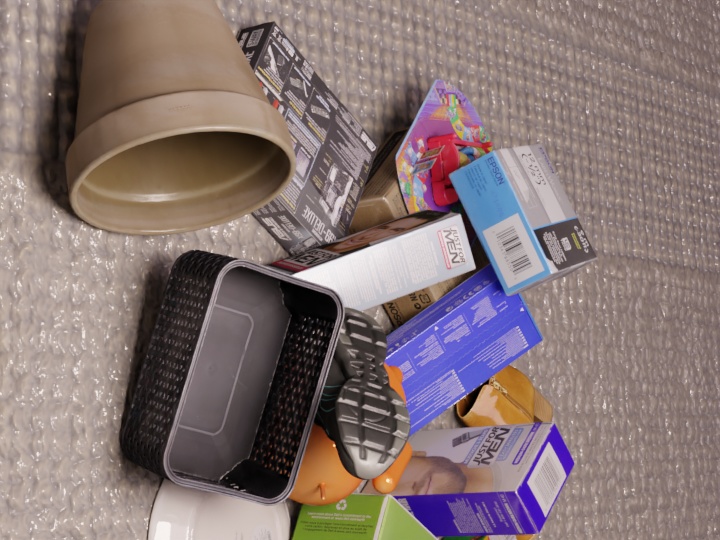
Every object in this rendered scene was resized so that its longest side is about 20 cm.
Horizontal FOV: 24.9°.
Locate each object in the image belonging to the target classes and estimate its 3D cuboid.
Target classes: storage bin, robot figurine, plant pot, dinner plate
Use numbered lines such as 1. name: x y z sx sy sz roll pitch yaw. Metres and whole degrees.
1. storage bin: -0.114 0.094 1.445 0.135 0.094 0.201 19 85 -32
2. robot figurine: -0.029 0.150 1.588 0.144 0.116 0.200 64 33 -15
3. plant pot: -0.169 -0.150 1.425 0.200 0.200 0.174 14 56 -51
4. dinner plate: -0.122 0.258 1.526 0.200 0.024 0.201 14 73 -53

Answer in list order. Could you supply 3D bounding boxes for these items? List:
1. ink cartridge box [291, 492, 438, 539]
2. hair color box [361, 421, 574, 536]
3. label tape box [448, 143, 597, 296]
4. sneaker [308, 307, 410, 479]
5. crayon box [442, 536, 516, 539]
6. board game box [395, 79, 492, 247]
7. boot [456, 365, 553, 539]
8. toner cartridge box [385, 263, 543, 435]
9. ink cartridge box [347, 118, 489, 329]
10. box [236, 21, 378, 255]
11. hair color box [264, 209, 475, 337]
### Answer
1. ink cartridge box: 0.053 0.282 1.597 0.148 0.199 0.076 49 47 -46
2. hair color box: 0.109 0.219 1.695 0.065 0.199 0.109 61 41 -23
3. label tape box: 0.190 -0.061 1.758 0.200 0.066 0.144 -16 78 -59
4. sneaker: -0.005 0.123 1.468 0.075 0.079 0.200 20 33 -19
5. crayon box: 0.147 0.385 1.833 0.119 0.058 0.201 -41 116 -48
6. board game box: 0.112 -0.111 1.772 0.158 0.039 0.200 56 43 -30
7. boot: 0.160 0.205 1.889 0.144 0.071 0.202 35 53 -38
8. toner cartridge box: 0.090 0.088 1.734 0.200 0.043 0.095 -34 115 -11
9. ink cartridge box: 0.072 -0.038 1.800 0.200 0.075 0.165 62 39 -23
10. box: -0.072 -0.125 1.644 0.200 0.050 0.158 47 49 -38
11. hair color box: 0.000 0.000 1.596 0.199 0.099 0.061 -20 101 -17
